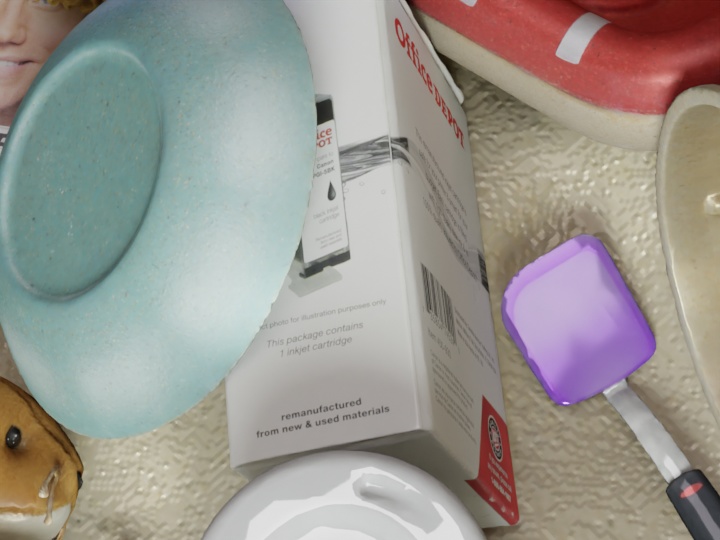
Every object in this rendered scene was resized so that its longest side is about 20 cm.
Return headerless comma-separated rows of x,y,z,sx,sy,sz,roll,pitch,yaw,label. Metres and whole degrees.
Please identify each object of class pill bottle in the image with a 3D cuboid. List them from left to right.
0.007,0.147,0.790,0.111,0.200,0.111,-3,67,8,pill bottle

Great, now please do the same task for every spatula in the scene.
0.127,0.077,0.895,0.056,0.021,0.200,-30,67,-4,spatula

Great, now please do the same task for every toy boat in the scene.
0.106,-0.146,0.913,0.200,0.131,0.130,32,46,19,toy boat

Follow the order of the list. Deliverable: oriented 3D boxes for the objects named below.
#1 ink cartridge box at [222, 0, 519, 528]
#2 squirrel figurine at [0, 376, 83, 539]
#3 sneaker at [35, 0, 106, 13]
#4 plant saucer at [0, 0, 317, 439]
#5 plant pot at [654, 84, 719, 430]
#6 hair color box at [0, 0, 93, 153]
0.000,0.000,0.878,0.083,0.147,0.201,-12,66,14,ink cartridge box
-0.214,0.119,0.879,0.199,0.142,0.187,13,65,12,squirrel figurine
-0.066,-0.154,0.951,0.199,0.075,0.090,14,72,-25,sneaker
-0.099,-0.034,0.845,0.201,0.039,0.202,-16,67,42,plant saucer
0.240,-0.002,0.828,0.183,0.201,0.201,-18,66,-9,plant pot
-0.160,-0.079,0.987,0.100,0.061,0.201,8,69,12,hair color box
